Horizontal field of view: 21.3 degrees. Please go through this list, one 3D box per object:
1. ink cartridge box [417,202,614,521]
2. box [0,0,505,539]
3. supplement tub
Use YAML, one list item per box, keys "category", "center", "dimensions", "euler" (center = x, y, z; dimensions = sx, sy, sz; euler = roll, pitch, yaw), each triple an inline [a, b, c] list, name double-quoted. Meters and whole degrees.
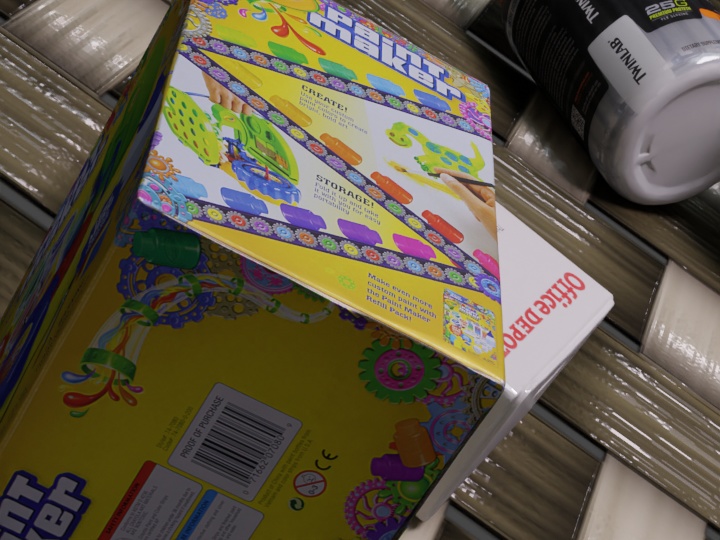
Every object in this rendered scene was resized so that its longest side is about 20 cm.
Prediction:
- category: "ink cartridge box"
  center: [0.000, 0.000, 0.876]
  dimensions: [0.200, 0.084, 0.145]
  euler: [39, 29, 9]
- category: "box"
  center: [-0.053, 0.030, 0.649]
  dimensions: [0.121, 0.201, 0.193]
  euler: [26, 28, -13]
- category: "supplement tub"
  center: [0.170, -0.149, 1.249]
  dimensions: [0.122, 0.123, 0.201]
  euler: [10, 37, -38]
